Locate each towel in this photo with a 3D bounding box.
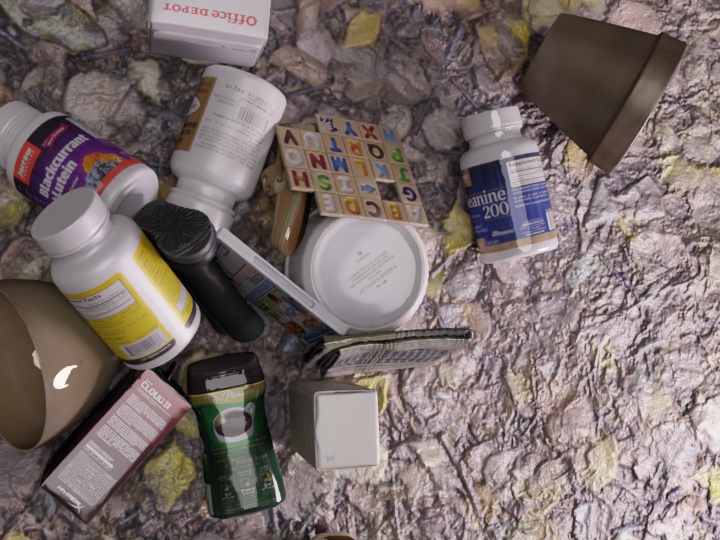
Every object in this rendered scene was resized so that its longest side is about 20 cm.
[{"bbox_3d":[0.027,0.108,1.180,0.198,0.193,0.035,-2,77,-13],"label":"towel"}]

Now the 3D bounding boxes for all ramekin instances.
[{"bbox_3d":[0.000,0.000,1.224,0.200,0.094,0.205,1,88,-13],"label":"ramekin"}]

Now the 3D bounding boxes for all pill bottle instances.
[{"bbox_3d":[-0.179,-0.149,1.175,0.113,0.114,0.202,21,84,-12],"label":"pill bottle"},{"bbox_3d":[-0.274,0.008,1.030,0.111,0.111,0.201,-38,127,-11],"label":"pill bottle"},{"bbox_3d":[-0.355,-0.122,1.115,0.199,0.111,0.112,31,81,12],"label":"pill bottle"},{"bbox_3d":[0.199,-0.118,1.265,0.110,0.111,0.202,-13,91,-13],"label":"pill bottle"}]

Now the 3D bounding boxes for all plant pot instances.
[{"bbox_3d":[-0.368,0.097,1.103,0.134,0.199,0.202,-18,93,-44],"label":"plant pot"},{"bbox_3d":[0.324,-0.265,1.273,0.173,0.200,0.201,31,82,5],"label":"plant pot"}]

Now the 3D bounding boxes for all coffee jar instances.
[{"bbox_3d":[-0.162,0.209,1.184,0.103,0.085,0.202,-10,92,-11],"label":"coffee jar"}]

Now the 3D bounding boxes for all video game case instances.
[{"bbox_3d":[-0.116,0.026,1.171,0.199,0.143,0.018,39,69,-9],"label":"video game case"}]

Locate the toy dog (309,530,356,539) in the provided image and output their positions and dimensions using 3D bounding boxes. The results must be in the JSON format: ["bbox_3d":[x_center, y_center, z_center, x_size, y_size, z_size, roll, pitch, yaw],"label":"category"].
[{"bbox_3d":[-0.029,0.441,1.186,0.192,0.139,0.202,-9,91,-26],"label":"toy dog"}]

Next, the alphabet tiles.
[{"bbox_3d":[-0.013,-0.135,1.194,0.198,0.008,0.169,5,55,-32],"label":"alphabet tiles"}]

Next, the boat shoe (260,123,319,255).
[{"bbox_3d":[-0.097,-0.108,1.197,0.064,0.072,0.202,6,56,5],"label":"boat shoe"}]

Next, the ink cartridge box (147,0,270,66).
[{"bbox_3d":[-0.189,-0.381,1.163,0.145,0.146,0.203,5,87,-13],"label":"ink cartridge box"}]

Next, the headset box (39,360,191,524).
[{"bbox_3d":[-0.290,0.192,1.122,0.075,0.149,0.200,44,81,-12],"label":"headset box"}]

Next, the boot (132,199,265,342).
[{"bbox_3d":[-0.178,0.017,1.109,0.065,0.165,0.201,-38,126,-15],"label":"boot"}]

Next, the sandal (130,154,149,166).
[{"bbox_3d":[-0.304,-0.051,1.174,0.079,0.054,0.202,6,87,-13],"label":"sandal"}]

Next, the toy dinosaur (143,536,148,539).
[{"bbox_3d":[-0.282,0.419,1.152,0.199,0.102,0.136,37,98,-31],"label":"toy dinosaur"}]

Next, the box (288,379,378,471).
[{"bbox_3d":[-0.038,0.189,1.155,0.077,0.200,0.096,-1,89,-13],"label":"box"}]
